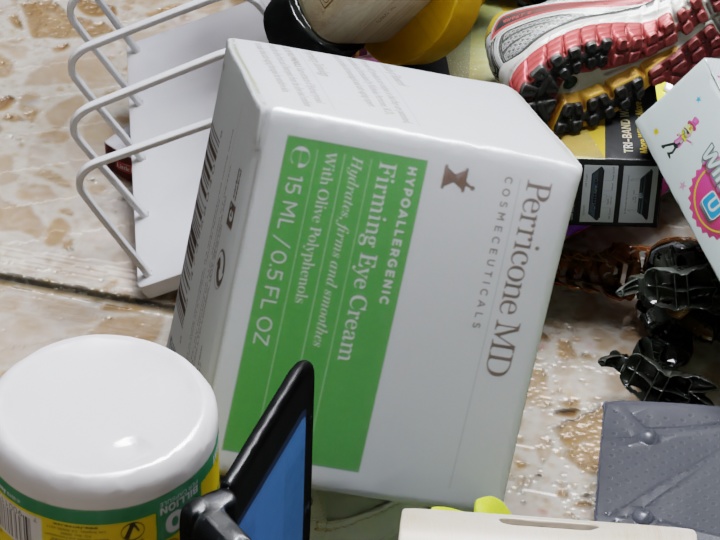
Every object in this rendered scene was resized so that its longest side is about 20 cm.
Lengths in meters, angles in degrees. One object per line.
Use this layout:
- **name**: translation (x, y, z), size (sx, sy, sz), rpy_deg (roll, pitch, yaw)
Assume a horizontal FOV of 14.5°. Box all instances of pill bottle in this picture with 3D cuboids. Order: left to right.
- **pill bottle**: translation (-0.124, 0.140, 1.387), size (0.113, 0.200, 0.113), rpy_deg (1, 39, -1)

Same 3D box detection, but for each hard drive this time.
- **hard drive**: translation (0.227, 0.134, 1.538), size (0.200, 0.042, 0.135), rpy_deg (7, 39, 3)

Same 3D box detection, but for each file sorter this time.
- **file sorter**: translation (-0.097, -0.113, 1.698), size (0.139, 0.125, 0.200), rpy_deg (-19, 51, 15)

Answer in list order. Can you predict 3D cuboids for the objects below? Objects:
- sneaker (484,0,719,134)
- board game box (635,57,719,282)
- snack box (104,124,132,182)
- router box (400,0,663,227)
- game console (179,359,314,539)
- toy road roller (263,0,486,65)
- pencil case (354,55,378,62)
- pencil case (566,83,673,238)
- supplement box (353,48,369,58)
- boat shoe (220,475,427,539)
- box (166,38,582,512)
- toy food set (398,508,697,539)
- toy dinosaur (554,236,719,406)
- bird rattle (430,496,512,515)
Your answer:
- **sneaker**: translation (0.163, -0.148, 1.639), size (0.200, 0.078, 0.082), rpy_deg (-16, 42, -22)
- **board game box**: translation (0.268, -0.040, 1.615), size (0.200, 0.064, 0.148), rpy_deg (2, 55, -46)
- **snack box**: translation (-0.063, -0.048, 1.763), size (0.200, 0.024, 0.072), rpy_deg (29, 48, 29)
- **router box**: translation (0.095, -0.106, 1.689), size (0.157, 0.052, 0.200), rpy_deg (1, 38, -1)
- **game console**: translation (-0.022, 0.178, 1.344), size (0.116, 0.200, 0.176), rpy_deg (-24, 46, -28)
- **toy road roller**: translation (0.010, -0.213, 1.653), size (0.146, 0.123, 0.200), rpy_deg (-4, 63, -42)
- **pencil case**: translation (0.060, -0.113, 1.805), size (0.200, 0.087, 0.083), rpy_deg (-12, 59, -16)
- **pencil case**: translation (0.144, -0.068, 1.748), size (0.200, 0.088, 0.088), rpy_deg (-29, 48, -29)
- **supplement box**: translation (0.035, -0.205, 1.914), size (0.200, 0.086, 0.110), rpy_deg (-6, 40, -10)
- **boat shoe**: translation (-0.055, 0.125, 1.512), size (0.200, 0.069, 0.071), rpy_deg (-14, 40, -21)
- **box**: translation (0.000, 0.000, 1.504), size (0.171, 0.199, 0.200), rpy_deg (10, 14, -11)
- **toy food set**: translation (0.082, 0.216, 1.348), size (0.143, 0.060, 0.200), rpy_deg (5, 78, 3)
- **toy dinosaur**: translation (0.191, 0.023, 1.658), size (0.200, 0.102, 0.136), rpy_deg (-8, 19, 15)
- **bird rattle**: translation (0.098, 0.209, 1.423), size (0.200, 0.113, 0.163), rpy_deg (22, 57, -4)
